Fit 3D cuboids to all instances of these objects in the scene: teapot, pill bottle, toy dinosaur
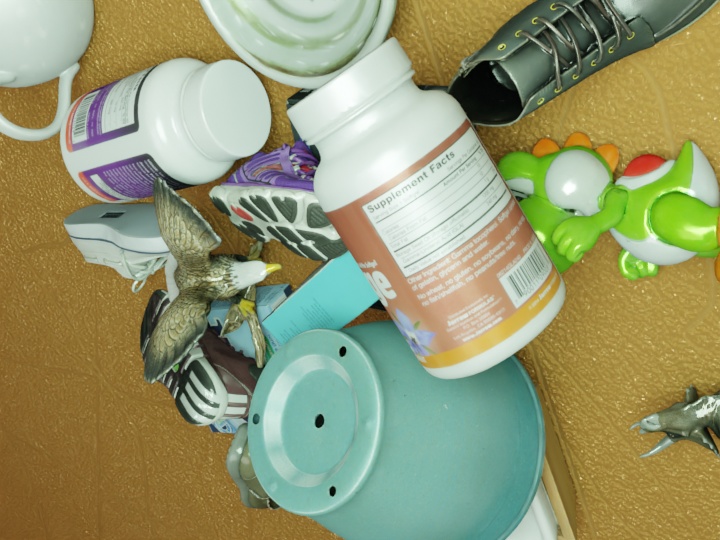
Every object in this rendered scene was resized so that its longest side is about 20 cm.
[{"bbox_3d":[-0.361,-0.252,0.867,0.198,0.146,0.200,26,134,19],"label":"teapot"},{"bbox_3d":[-0.178,-0.130,0.839,0.198,0.111,0.113,-6,117,41],"label":"pill bottle"},{"bbox_3d":[0.040,-0.041,0.594,0.111,0.112,0.202,-22,105,45],"label":"pill bottle"},{"bbox_3d":[0.316,0.127,0.686,0.198,0.077,0.103,26,146,14],"label":"toy dinosaur"}]

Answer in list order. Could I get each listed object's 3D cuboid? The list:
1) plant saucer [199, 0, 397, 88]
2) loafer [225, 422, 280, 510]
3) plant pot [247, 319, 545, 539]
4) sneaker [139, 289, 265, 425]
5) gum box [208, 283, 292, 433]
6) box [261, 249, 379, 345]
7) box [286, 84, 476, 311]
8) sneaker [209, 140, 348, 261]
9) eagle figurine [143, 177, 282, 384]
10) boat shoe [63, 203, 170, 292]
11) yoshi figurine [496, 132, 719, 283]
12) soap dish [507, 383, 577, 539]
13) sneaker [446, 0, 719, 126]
[{"bbox_3d":[-0.048,-0.243,0.698,0.197,0.050,0.203,20,131,25],"label":"plant saucer"},{"bbox_3d":[-0.099,0.235,1.043,0.068,0.076,0.201,15,159,14],"label":"loafer"},{"bbox_3d":[0.017,0.130,0.731,0.198,0.187,0.204,-13,70,37],"label":"plant pot"},{"bbox_3d":[-0.154,0.097,0.957,0.076,0.114,0.200,-61,41,19],"label":"sneaker"},{"bbox_3d":[-0.126,0.105,1.022,0.198,0.045,0.172,-5,118,41],"label":"gum box"},{"bbox_3d":[0.000,0.000,0.752,0.049,0.082,0.200,47,138,-3],"label":"box"},{"bbox_3d":[0.029,-0.057,0.780,0.158,0.044,0.203,11,126,33],"label":"box"},{"bbox_3d":[-0.057,-0.068,0.731,0.081,0.084,0.199,43,168,-32],"label":"sneaker"},{"bbox_3d":[-0.144,0.008,0.830,0.151,0.199,0.152,-43,75,16],"label":"eagle figurine"},{"bbox_3d":[-0.249,-0.020,1.004,0.199,0.075,0.087,5,123,38],"label":"boat shoe"},{"bbox_3d":[0.180,-0.023,0.645,0.198,0.112,0.114,19,138,30],"label":"yoshi figurine"},{"bbox_3d":[0.102,0.179,0.871,0.198,0.081,0.159,-4,118,39],"label":"soap dish"},{"bbox_3d":[0.146,-0.151,0.571,0.075,0.106,0.199,52,137,-8],"label":"sneaker"}]
